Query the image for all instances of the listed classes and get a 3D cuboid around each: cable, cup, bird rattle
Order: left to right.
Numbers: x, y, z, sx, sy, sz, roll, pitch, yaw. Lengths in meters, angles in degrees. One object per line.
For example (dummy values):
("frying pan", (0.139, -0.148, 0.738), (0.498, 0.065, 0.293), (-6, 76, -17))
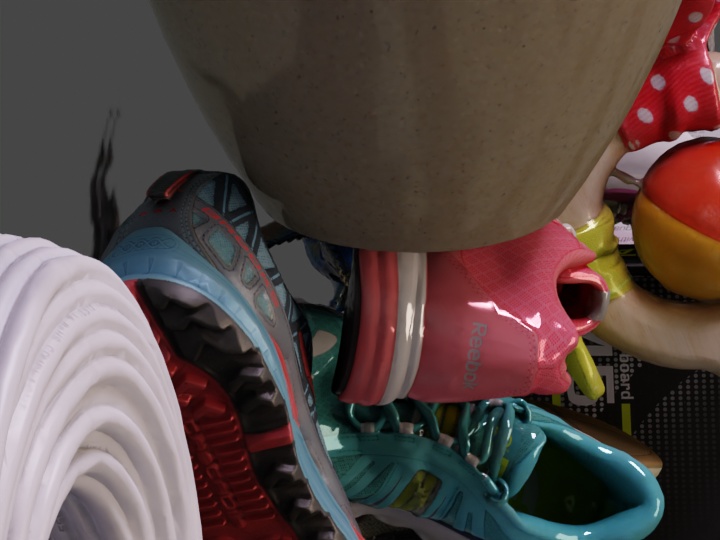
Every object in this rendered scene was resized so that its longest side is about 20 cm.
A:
("cable", (-0.091, 0.088, 0.658), (0.200, 0.069, 0.201), (-64, 150, -61))
("cup", (0.016, -0.090, 0.851), (0.200, 0.199, 0.144), (-58, 151, -65))
("bird rattle", (0.122, -0.038, 1.097), (0.113, 0.162, 0.201), (-138, -108, -83))

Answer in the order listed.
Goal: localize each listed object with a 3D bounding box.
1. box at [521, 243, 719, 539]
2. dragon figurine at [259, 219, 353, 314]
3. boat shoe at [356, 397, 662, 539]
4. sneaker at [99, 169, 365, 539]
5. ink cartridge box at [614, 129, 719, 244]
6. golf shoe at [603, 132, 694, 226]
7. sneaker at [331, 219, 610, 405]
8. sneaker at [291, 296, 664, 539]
("box", (0.101, 0.089, 1.185), (0.048, 0.192, 0.201), (-46, 135, -70))
("dragon figurine", (0.000, 0.000, 1.052), (0.200, 0.058, 0.100), (-52, 140, -70))
("boat shoe", (0.039, 0.091, 1.088), (0.199, 0.073, 0.065), (3, 108, -39))
("sneaker", (-0.033, 0.051, 0.878), (0.096, 0.079, 0.201), (-79, 163, -45))
("ink cartridge box", (0.109, 0.034, 1.317), (0.201, 0.146, 0.145), (-74, 159, -48))
("golf shoe", (0.098, -0.068, 1.204), (0.075, 0.199, 0.092), (13, 90, -41))
("sneaker", (0.043, 0.002, 0.932), (0.200, 0.086, 0.074), (-71, 171, -68))
("sneaker", (0.027, 0.058, 0.976), (0.199, 0.079, 0.078), (21, 72, -33))
